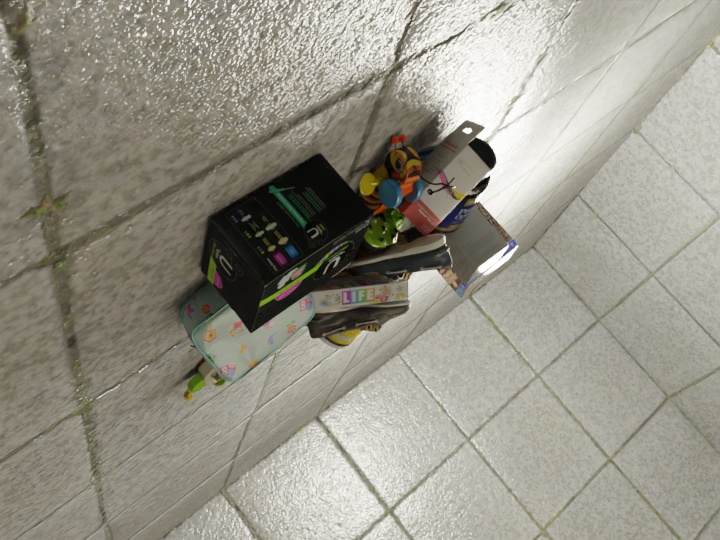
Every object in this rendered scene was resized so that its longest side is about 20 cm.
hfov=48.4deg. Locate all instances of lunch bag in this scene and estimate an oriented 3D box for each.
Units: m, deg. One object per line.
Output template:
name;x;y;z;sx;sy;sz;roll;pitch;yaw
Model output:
lunch bag;-0.174;0.070;1.246;0.199;0.077;0.161;-38;136;-9

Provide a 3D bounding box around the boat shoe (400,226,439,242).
boat shoe;0.090;-0.045;1.710;0.199;0.075;0.073;-27;173;41

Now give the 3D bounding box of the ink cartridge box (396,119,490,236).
ink cartridge box;0.149;-0.164;1.394;0.200;0.067;0.117;-46;-160;6

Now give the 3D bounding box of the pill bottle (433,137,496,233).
pill bottle;0.190;-0.170;1.588;0.111;0.112;0.200;-33;166;-32

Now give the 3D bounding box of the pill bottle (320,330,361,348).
pill bottle;-0.016;0.078;1.818;0.111;0.112;0.200;-24;159;-53

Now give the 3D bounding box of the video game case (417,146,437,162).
video game case;0.075;-0.164;1.479;0.199;0.018;0.143;-25;160;-52

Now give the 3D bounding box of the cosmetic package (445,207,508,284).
cosmetic package;0.210;-0.087;1.728;0.107;0.201;0.085;-32;164;-24

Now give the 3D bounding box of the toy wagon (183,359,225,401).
toy wagon;-0.268;0.180;1.569;0.199;0.040;0.156;-35;166;-25

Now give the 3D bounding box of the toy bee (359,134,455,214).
toy bee;0.066;-0.162;1.308;0.198;0.110;0.131;-16;-178;31

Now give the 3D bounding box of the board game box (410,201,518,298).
board game box;0.235;-0.071;1.862;0.159;0.200;0.097;-38;168;-14

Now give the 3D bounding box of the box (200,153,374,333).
box;-0.104;-0.038;1.118;0.199;0.125;0.149;-35;166;-29

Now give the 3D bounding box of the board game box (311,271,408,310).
board game box;-0.031;0.033;1.440;0.197;0.035;0.134;-6;-167;-25

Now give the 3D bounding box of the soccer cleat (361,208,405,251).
soccer cleat;0.028;-0.065;1.426;0.081;0.068;0.200;-42;-178;24

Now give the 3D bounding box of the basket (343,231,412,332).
basket;0.000;0.000;1.624;0.141;0.150;0.201;12;120;-33

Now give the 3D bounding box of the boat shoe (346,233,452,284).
boat shoe;0.066;-0.012;1.391;0.198;0.063;0.075;-15;-165;25

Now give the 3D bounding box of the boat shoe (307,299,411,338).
boat shoe;-0.004;0.083;1.430;0.197;0.058;0.067;-4;-166;-21
